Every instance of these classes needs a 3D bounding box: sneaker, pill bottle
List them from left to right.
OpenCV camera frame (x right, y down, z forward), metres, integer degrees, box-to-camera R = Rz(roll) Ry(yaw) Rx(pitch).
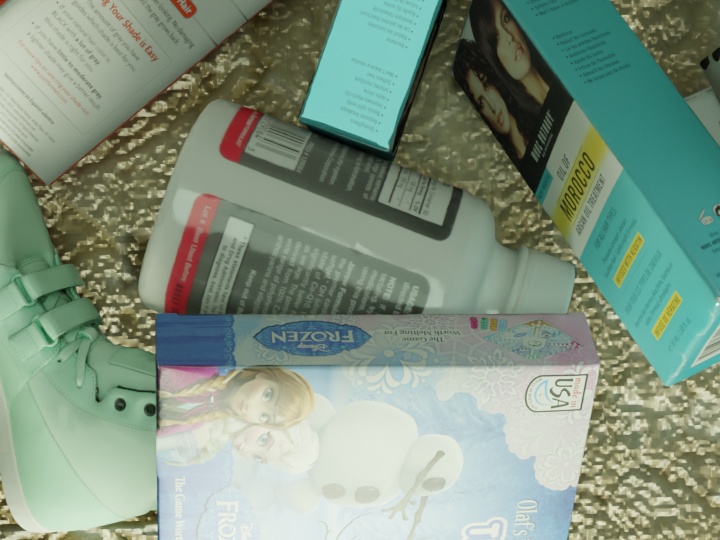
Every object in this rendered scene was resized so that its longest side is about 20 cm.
[{"bbox_3d":[-0.133,0.028,0.815,0.117,0.074,0.202,-9,100,24],"label":"sneaker"},{"bbox_3d":[0.000,0.000,0.805,0.199,0.111,0.112,21,91,0],"label":"pill bottle"}]

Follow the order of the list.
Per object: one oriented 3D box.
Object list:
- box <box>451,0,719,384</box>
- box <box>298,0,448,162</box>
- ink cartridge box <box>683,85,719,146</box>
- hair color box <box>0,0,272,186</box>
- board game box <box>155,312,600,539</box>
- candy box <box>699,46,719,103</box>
[{"bbox_3d":[0.120,-0.053,0.772,0.049,0.082,0.201,-23,65,-21],"label":"box"},{"bbox_3d":[0.026,-0.158,0.819,0.049,0.082,0.202,19,91,2],"label":"box"},{"bbox_3d":[0.266,-0.051,0.811,0.199,0.086,0.149,-22,90,4],"label":"ink cartridge box"},{"bbox_3d":[-0.116,-0.147,0.810,0.200,0.102,0.061,-38,46,1],"label":"hair color box"},{"bbox_3d":[0.001,0.111,0.776,0.197,0.044,0.201,-1,125,-7],"label":"board game box"},{"bbox_3d":[0.220,-0.039,0.670,0.071,0.200,0.169,-28,89,4],"label":"candy box"}]
